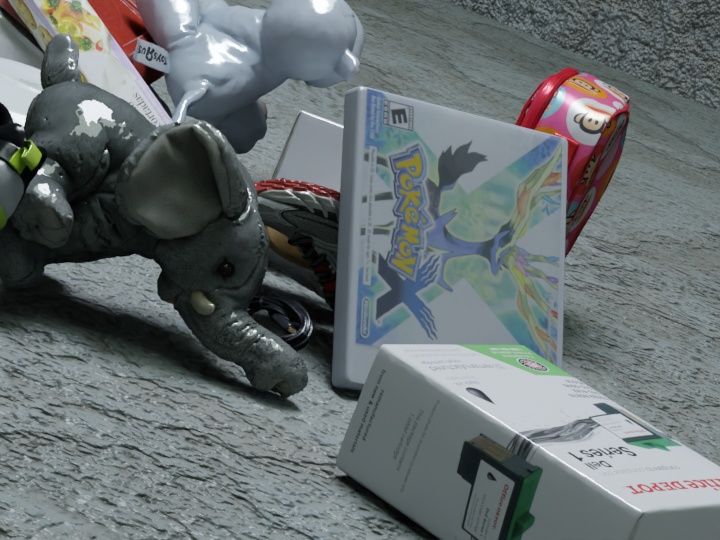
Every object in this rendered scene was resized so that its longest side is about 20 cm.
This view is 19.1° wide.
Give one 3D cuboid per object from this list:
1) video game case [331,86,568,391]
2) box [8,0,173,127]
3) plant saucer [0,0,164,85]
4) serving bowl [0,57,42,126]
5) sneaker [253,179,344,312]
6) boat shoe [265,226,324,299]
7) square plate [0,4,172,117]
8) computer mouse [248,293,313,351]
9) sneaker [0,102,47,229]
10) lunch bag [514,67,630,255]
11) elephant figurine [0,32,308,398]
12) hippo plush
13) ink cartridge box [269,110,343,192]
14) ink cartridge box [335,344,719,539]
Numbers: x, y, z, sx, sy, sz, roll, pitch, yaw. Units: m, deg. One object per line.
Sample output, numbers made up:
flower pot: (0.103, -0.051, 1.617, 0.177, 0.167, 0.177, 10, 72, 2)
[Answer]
video game case: (0.064, -0.009, 1.436, 0.182, 0.200, 0.022, 11, -15, -34)
box: (-0.196, -0.147, 1.608, 0.039, 0.041, 0.200, -32, 84, -26)
plant saucer: (-0.240, -0.224, 1.724, 0.200, 0.037, 0.200, 42, 13, -4)
serving bowl: (-0.237, -0.105, 1.518, 0.200, 0.066, 0.200, 23, 11, -5)
sneaker: (0.000, 0.000, 1.457, 0.200, 0.082, 0.078, 30, -3, -19)
boat shoe: (0.012, 0.003, 1.545, 0.200, 0.071, 0.069, 28, -20, -17)
square plate: (-0.229, -0.163, 1.702, 0.198, 0.028, 0.200, 40, 14, -9)
computer mouse: (-0.081, 0.008, 1.463, 0.059, 0.034, 0.200, -21, 36, -13)
sneaker: (-0.239, -0.064, 1.273, 0.072, 0.083, 0.200, 52, -17, -30)
lunch bag: (0.140, -0.056, 1.676, 0.082, 0.200, 0.176, 27, 14, 7)
elephant figurine: (-0.115, -0.033, 1.324, 0.200, 0.155, 0.142, 10, 33, 0)
hippo plush: (-0.085, -0.197, 1.733, 0.160, 0.161, 0.200, 67, 11, 8)
ink cartridge box: (0.006, -0.062, 1.669, 0.145, 0.084, 0.200, 21, 3, -1)
ink cartridge box: (0.110, 0.121, 1.210, 0.200, 0.084, 0.146, 31, 18, 36)
